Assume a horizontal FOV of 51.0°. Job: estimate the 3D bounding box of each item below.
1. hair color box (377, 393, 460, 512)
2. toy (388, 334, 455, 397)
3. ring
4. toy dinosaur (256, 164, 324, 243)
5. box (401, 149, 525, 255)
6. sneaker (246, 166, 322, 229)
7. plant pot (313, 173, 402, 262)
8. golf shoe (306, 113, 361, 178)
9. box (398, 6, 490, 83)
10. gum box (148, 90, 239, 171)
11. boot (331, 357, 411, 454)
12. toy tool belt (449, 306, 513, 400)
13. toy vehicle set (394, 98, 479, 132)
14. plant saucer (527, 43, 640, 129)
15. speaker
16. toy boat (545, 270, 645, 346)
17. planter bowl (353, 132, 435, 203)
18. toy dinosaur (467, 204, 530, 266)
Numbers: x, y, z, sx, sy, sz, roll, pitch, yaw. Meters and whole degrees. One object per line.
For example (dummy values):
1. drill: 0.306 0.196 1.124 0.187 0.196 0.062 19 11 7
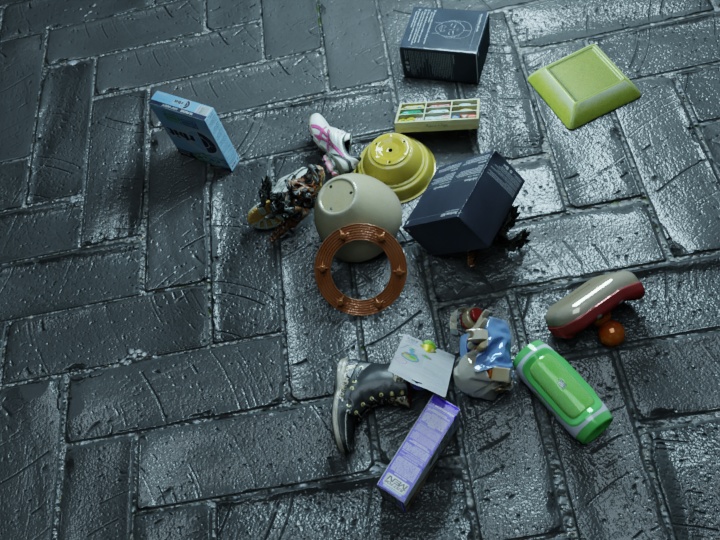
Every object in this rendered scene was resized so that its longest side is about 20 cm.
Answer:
1. hair color box: 0.111 0.341 1.408 0.065 0.109 0.200 30 71 19
2. toy: 0.117 0.194 1.469 0.115 0.047 0.200 24 22 5
3. ring: 0.000 0.000 1.608 0.200 0.019 0.201 0 99 2
4. toy dinosaur: -0.154 -0.149 1.711 0.102 0.136 0.201 21 98 45
5. box: 0.217 -0.139 1.609 0.200 0.104 0.182 -7 46 59
6. sneaker: -0.185 -0.173 1.797 0.200 0.076 0.088 -33 37 -6
7. plant pot: -0.025 -0.135 1.668 0.200 0.134 0.201 -10 65 22
8. golf shoe: -0.062 -0.311 1.830 0.092 0.073 0.200 -34 64 15
9. box: 0.216 -0.573 1.913 0.199 0.107 0.149 10 63 18
10. gum box: -0.403 -0.339 1.848 0.170 0.200 0.045 20 67 21
11. boot: 0.024 0.262 1.495 0.150 0.073 0.200 -4 52 10
12. toy tool belt: 0.252 0.144 1.478 0.125 0.123 0.200 12 57 -21
13. toy vehicle set: 0.187 -0.374 1.821 0.199 0.027 0.124 -1 34 10
14. plant saucer: 0.538 -0.458 1.817 0.199 0.048 0.200 -26 59 -4
15. speaker: 0.382 0.229 1.435 0.088 0.089 0.200 -35 60 -9
16. toy boat: 0.476 0.090 1.491 0.200 0.131 0.131 -33 90 -7
17. planter bowl: 0.075 -0.261 1.777 0.200 0.084 0.201 -5 60 8
18. toy dinosaur: 0.288 -0.088 1.645 0.136 0.102 0.200 8 75 41
